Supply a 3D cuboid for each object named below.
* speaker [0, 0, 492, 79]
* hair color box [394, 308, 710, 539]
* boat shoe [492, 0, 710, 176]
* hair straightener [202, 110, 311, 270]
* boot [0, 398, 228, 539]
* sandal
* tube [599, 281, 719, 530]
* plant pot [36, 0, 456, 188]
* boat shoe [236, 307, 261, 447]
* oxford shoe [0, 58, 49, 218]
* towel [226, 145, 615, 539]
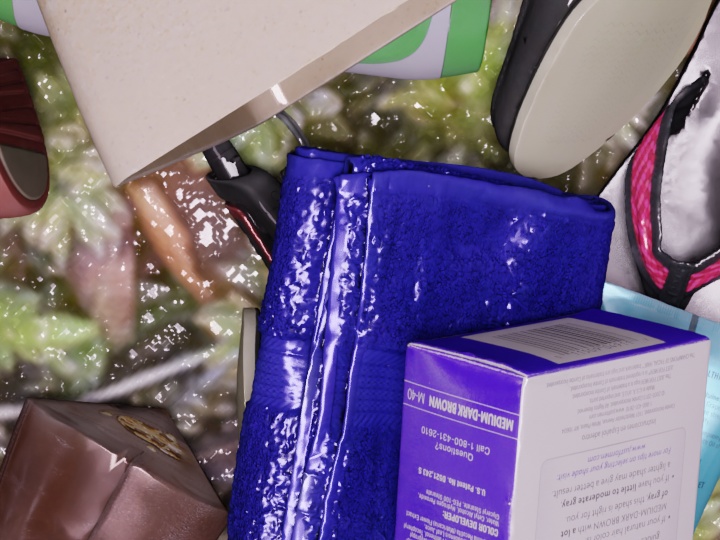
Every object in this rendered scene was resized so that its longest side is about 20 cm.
[{"bbox_3d":[-0.047,-0.126,0.897,0.199,0.088,0.089,7,97,0],"label":"speaker"},{"bbox_3d":[0.067,0.122,0.845,0.065,0.109,0.201,13,104,44],"label":"hair color box"},{"bbox_3d":[0.103,-0.130,0.885,0.063,0.074,0.202,43,120,34],"label":"boat shoe"},{"bbox_3d":[0.000,0.000,0.923,0.077,0.041,0.200,-30,89,47],"label":"hair straightener"},{"bbox_3d":[-0.092,0.168,0.939,0.186,0.064,0.201,28,92,-3],"label":"boot"},{"bbox_3d":[0.141,-0.038,0.923,0.075,0.045,0.201,23,96,-2],"label":"sandal"},{"bbox_3d":[0.102,0.110,0.929,0.077,0.050,0.201,17,102,-6],"label":"tube"},{"bbox_3d":[-0.020,-0.164,0.746,0.200,0.200,0.177,-30,93,14],"label":"plant pot"},{"bbox_3d":[-0.016,0.110,0.930,0.063,0.074,0.202,-8,101,1],"label":"boat shoe"},{"bbox_3d":[-0.192,-0.108,0.910,0.075,0.070,0.201,-18,90,17],"label":"oxford shoe"},{"bbox_3d":[0.026,0.059,0.869,0.147,0.050,0.201,7,96,-28],"label":"towel"}]
